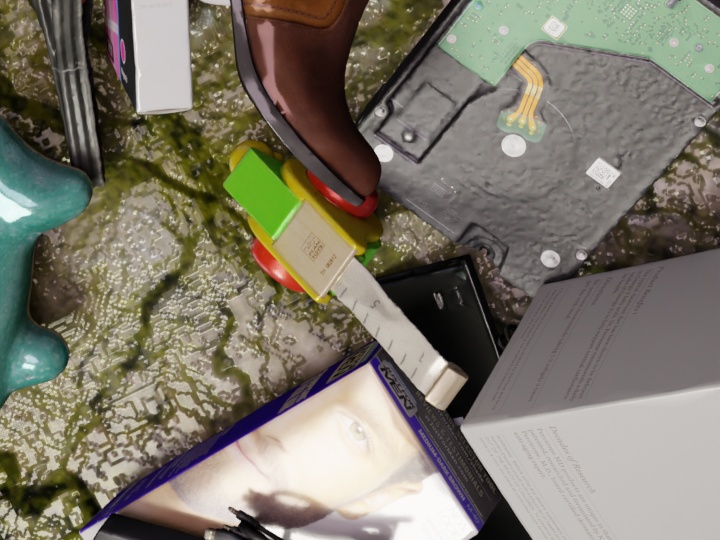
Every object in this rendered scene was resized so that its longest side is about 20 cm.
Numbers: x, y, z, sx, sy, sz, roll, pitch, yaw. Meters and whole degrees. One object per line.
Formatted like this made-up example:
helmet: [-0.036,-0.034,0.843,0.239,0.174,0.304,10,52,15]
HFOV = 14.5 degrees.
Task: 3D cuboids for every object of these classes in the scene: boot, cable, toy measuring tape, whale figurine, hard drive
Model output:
boot: [0.021,-0.154,1.365,0.199,0.068,0.189,-31,90,2]
cable: [-0.141,-0.126,1.461,0.050,0.097,0.201,-15,119,-7]
toy measuring tape: [0.000,0.000,1.474,0.200,0.073,0.074,46,107,28]
whale figurine: [-0.224,0.015,1.501,0.159,0.104,0.200,36,115,-10]
hard drive: [0.098,-0.092,1.438,0.139,0.038,0.200,34,125,-7]

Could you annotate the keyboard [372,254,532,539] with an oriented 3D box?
keyboard: [0.077,0.087,1.525,0.104,0.040,0.201,-13,102,35]

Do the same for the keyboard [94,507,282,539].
keyboard: [-0.055,0.180,1.473,0.199,0.040,0.105,14,113,10]

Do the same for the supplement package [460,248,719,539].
supplement package: [0.174,0.069,1.403,0.199,0.117,0.118,-12,122,40]

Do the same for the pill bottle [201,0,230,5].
pill bottle: [-0.040,-0.239,1.428,0.111,0.112,0.201,-3,101,10]

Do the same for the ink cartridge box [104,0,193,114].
ink cartridge box: [-0.111,-0.189,1.438,0.037,0.095,0.201,-5,113,-13]

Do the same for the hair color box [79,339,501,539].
hair color box: [-0.038,0.131,1.518,0.199,0.065,0.110,-32,95,20]
